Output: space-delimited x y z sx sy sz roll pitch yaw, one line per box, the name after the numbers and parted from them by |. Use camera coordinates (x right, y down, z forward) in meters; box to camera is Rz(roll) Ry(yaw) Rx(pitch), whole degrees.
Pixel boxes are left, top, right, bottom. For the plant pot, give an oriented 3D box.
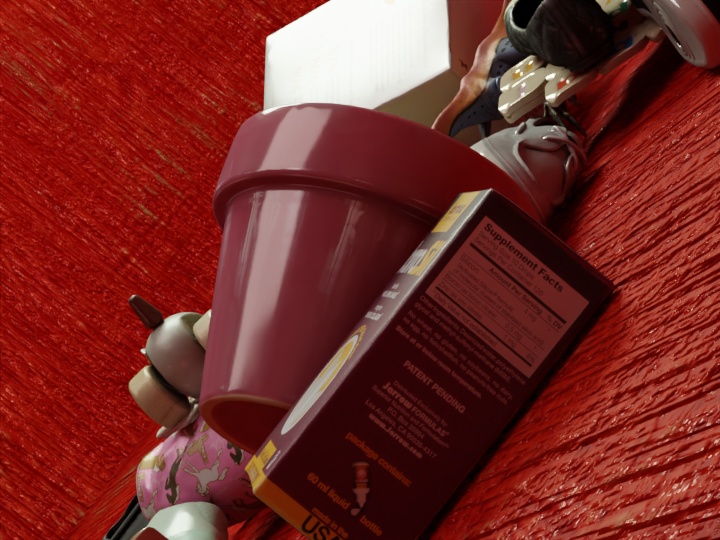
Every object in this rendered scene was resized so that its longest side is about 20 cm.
-0.010 0.024 1.147 0.200 0.199 0.180 -40 28 65 | plant pot

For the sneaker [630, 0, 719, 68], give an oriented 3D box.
0.225 -0.198 1.178 0.112 0.073 0.200 -32 23 6 | sneaker

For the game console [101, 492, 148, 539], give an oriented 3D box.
-0.169 0.260 1.720 0.200 0.116 0.176 -53 -24 -18 | game console

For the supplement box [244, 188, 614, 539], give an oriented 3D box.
0.033 0.059 1.007 0.200 0.086 0.110 -52 5 -4 | supplement box

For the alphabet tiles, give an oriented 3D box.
0.184 -0.174 1.336 0.200 0.015 0.196 -32 15 16 | alphabet tiles

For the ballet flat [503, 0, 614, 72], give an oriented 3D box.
0.136 -0.183 1.331 0.066 0.057 0.200 -34 15 2 | ballet flat

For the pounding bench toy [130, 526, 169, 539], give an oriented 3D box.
-0.124 0.246 0.881 0.200 0.124 0.156 -55 7 -32 | pounding bench toy

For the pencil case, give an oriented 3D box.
-0.088 0.132 1.397 0.200 0.083 0.087 -40 22 40 | pencil case

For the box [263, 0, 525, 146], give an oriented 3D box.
0.026 -0.155 1.584 0.200 0.106 0.153 -25 47 30 | box

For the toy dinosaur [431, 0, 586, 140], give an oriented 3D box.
0.097 -0.132 1.456 0.181 0.200 0.105 -17 -35 -37 | toy dinosaur

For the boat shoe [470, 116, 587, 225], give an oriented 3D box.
0.118 -0.069 1.266 0.068 0.072 0.200 -34 0 9 | boat shoe

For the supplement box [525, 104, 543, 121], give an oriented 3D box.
0.140 -0.194 1.690 0.200 0.103 0.101 -53 6 1 | supplement box

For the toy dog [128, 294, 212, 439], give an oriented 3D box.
-0.132 0.055 1.478 0.132 0.096 0.200 -38 -5 -10 | toy dog

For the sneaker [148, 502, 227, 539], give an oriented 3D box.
-0.166 0.249 1.375 0.200 0.074 0.118 -38 18 24 | sneaker
